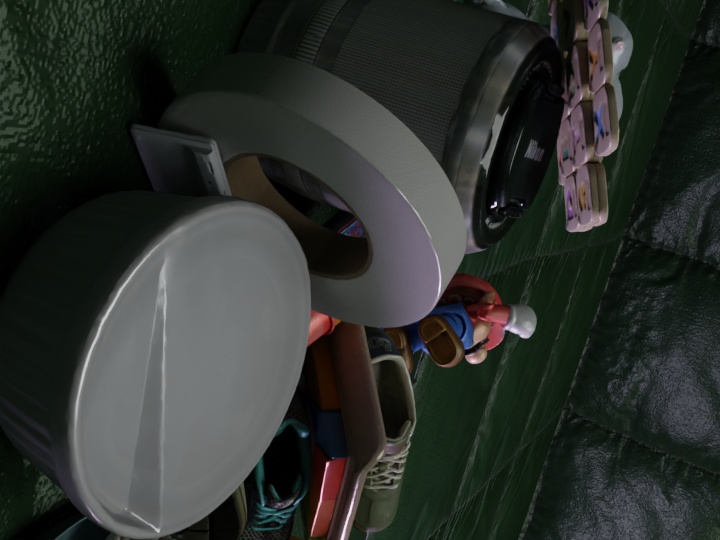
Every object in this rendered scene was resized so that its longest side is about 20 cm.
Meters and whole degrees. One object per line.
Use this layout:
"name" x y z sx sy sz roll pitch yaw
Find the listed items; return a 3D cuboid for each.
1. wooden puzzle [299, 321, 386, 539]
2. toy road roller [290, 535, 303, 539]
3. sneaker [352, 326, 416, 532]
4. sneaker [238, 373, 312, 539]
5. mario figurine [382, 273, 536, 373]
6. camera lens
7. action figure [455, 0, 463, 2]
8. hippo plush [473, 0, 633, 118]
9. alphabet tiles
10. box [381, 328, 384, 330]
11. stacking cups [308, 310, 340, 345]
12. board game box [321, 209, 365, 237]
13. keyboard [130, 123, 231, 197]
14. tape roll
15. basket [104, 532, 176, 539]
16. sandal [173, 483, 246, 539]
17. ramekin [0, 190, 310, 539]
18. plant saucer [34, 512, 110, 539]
"wooden puzzle" -0.031 0.134 0.858 0.200 0.037 0.185 109 -23 -45
"toy road roller" -0.064 0.335 0.969 0.123 0.146 0.200 -66 159 -9
"sneaker" 0.011 0.148 0.895 0.090 0.067 0.201 -154 -120 -70
"sneaker" -0.079 0.178 0.843 0.091 0.077 0.201 -128 -141 -61
"mario figurine" 0.098 0.072 1.011 0.200 0.123 0.106 -20 130 -62
"camera lens" 0.030 -0.112 0.705 0.160 0.199 0.160 -51 153 -39
"action figure" 0.058 -0.149 0.866 0.200 0.055 0.118 94 20 -46
"hippo plush" 0.187 -0.212 1.012 0.159 0.160 0.201 -65 154 -69
"alphabet tiles" 0.148 -0.129 0.701 0.196 0.015 0.201 27 58 -87
"box" 0.025 0.030 0.993 0.137 0.039 0.200 -31 152 -59
"stacking cups" 0.000 0.000 0.820 0.200 0.060 0.061 -37 145 -29
"board game box" -0.007 -0.038 0.806 0.200 0.019 0.103 -41 -169 -34
"keyboard" -0.101 -0.021 0.668 0.200 0.056 0.011 81 32 -53
"tape roll" -0.032 -0.043 0.618 0.037 0.202 0.203 -56 156 -28
"basket" -0.120 0.305 0.708 0.200 0.160 0.198 -63 159 -18
"sandal" -0.116 0.132 0.755 0.057 0.080 0.202 -64 163 -55
"ramekin" -0.123 0.045 0.591 0.202 0.094 0.203 -37 136 -47
"plant saucer" -0.212 0.249 0.687 0.200 0.027 0.201 -50 152 -40
